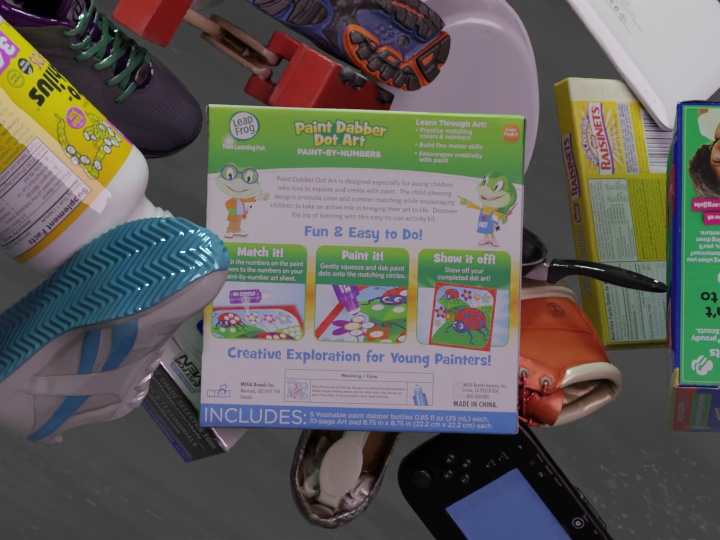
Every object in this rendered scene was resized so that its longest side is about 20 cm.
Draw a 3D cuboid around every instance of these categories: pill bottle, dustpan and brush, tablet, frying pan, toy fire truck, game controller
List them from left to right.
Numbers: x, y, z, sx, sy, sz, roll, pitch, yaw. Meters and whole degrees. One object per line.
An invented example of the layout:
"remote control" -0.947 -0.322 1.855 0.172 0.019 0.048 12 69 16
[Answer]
"pill bottle" -0.202 -0.066 1.435 0.200 0.104 0.104 44 61 -15
"toy fire truck" -0.066 -0.139 1.521 0.141 0.200 0.049 32 95 16
"dustpan and brush" 0.080 -0.168 1.627 0.139 0.057 0.201 16 108 -17
"frying pan" 0.107 -0.014 1.603 0.189 0.115 0.031 12 110 -13
"game controller" 0.114 0.184 1.569 0.200 0.104 0.042 52 34 -12
"tablet" 0.206 -0.213 1.748 0.200 0.014 0.130 53 53 -5

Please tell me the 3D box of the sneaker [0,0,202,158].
"sneaker" -0.177 -0.138 1.476 0.199 0.087 0.075 30 65 -21

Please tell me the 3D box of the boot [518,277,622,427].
"boot" 0.085 0.064 1.570 0.199 0.075 0.107 -9 49 -31

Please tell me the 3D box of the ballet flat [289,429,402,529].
"ballet flat" 0.009 0.079 1.494 0.072 0.072 0.201 16 104 -27

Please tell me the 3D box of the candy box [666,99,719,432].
"candy box" 0.250 0.003 1.618 0.077 0.169 0.201 -1 76 5

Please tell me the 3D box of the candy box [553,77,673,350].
"candy box" 0.200 -0.041 1.714 0.102 0.026 0.201 -1 79 -30

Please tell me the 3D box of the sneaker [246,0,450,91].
"sneaker" -0.035 -0.184 1.536 0.200 0.078 0.076 38 81 -25

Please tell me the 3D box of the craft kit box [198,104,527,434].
"craft kit box" 0.000 0.000 1.437 0.199 0.049 0.199 2 91 -3

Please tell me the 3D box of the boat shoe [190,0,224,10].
"boat shoe" -0.144 -0.221 1.500 0.199 0.064 0.071 9 49 -46

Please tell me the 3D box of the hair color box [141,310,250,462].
"hair color box" -0.068 0.019 1.520 0.200 0.065 0.110 -43 102 -32

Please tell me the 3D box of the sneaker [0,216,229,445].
"sneaker" -0.149 0.037 1.402 0.081 0.200 0.077 37 35 -36
